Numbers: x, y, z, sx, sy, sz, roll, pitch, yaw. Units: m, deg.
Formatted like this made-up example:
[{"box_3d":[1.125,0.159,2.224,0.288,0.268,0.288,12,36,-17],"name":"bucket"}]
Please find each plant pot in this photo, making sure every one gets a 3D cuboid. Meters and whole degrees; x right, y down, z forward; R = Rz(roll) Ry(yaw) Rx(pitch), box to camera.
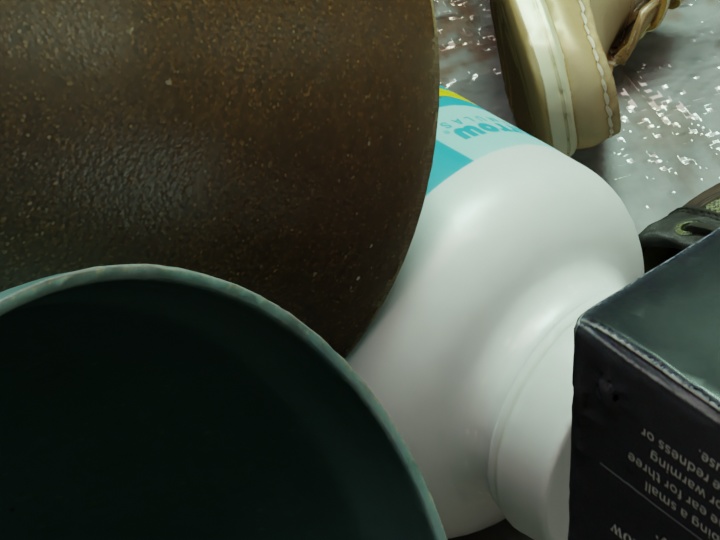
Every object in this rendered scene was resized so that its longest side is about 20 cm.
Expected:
[{"box_3d":[-0.114,-0.046,0.655,0.187,0.187,0.200,31,20,34],"name":"plant pot"},{"box_3d":[-0.088,0.103,0.605,0.134,0.201,0.200,-5,31,42],"name":"plant pot"}]

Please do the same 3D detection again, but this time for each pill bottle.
[{"box_3d":[0.000,0.000,0.763,0.200,0.111,0.111,31,50,33],"name":"pill bottle"}]

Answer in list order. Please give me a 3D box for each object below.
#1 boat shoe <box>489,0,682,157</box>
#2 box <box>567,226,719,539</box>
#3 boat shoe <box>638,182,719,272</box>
[{"box_3d":[0.074,-0.110,0.919,0.069,0.074,0.200,-7,39,3],"name":"boat shoe"},{"box_3d":[0.128,0.075,0.597,0.148,0.200,0.104,-31,47,-28],"name":"box"},{"box_3d":[0.142,0.037,0.749,0.066,0.072,0.201,-24,40,-14],"name":"boat shoe"}]
